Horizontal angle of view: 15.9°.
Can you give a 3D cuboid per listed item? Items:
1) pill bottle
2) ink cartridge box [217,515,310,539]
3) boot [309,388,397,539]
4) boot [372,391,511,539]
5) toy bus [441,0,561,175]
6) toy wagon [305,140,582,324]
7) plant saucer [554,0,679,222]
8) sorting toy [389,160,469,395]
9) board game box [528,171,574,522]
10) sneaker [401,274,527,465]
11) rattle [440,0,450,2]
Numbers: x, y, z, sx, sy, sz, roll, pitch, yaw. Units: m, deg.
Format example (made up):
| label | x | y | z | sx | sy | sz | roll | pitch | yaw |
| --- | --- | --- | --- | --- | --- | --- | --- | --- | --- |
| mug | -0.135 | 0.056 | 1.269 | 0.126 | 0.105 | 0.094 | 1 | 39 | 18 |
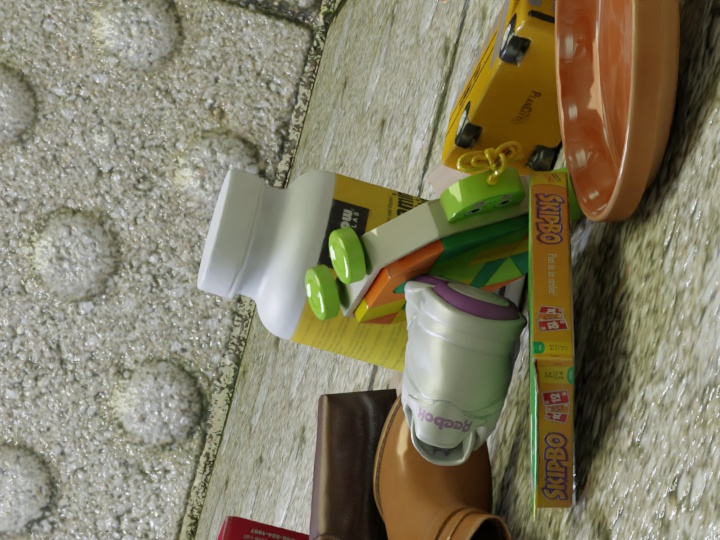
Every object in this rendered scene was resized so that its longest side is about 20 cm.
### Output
| label | x | y | z | sx | sy | sz | roll | pitch | yaw |
| --- | --- | --- | --- | --- | --- | --- | --- | --- | --- |
| pill bottle | 0.000 | 0.000 | 1.664 | 0.112 | 0.199 | 0.113 | -165 | 90 | -83 |
| ink cartridge box | -0.039 | 0.270 | 1.588 | 0.084 | 0.144 | 0.201 | 114 | 170 | -54 |
| boot | -0.025 | 0.145 | 1.520 | 0.186 | 0.064 | 0.201 | 49 | -136 | -53 |
| boot | 0.054 | 0.147 | 1.455 | 0.155 | 0.073 | 0.202 | 126 | 147 | -74 |
| toy bus | 0.109 | -0.124 | 1.643 | 0.200 | 0.065 | 0.079 | 117 | 169 | -60 |
| toy wagon | 0.055 | -0.020 | 1.513 | 0.200 | 0.154 | 0.040 | 124 | 127 | -68 |
| plant saucer | 0.138 | -0.127 | 1.375 | 0.200 | 0.032 | 0.202 | 178 | 90 | -84 |
| sorting toy | 0.063 | 0.015 | 1.841 | 0.185 | 0.036 | 0.202 | 140 | 141 | -78 |
| board game box | 0.102 | 0.039 | 1.381 | 0.200 | 0.030 | 0.096 | -80 | -10 | -56 |
| sneaker | 0.049 | 0.056 | 1.454 | 0.200 | 0.074 | 0.100 | -8 | -66 | -85 |
| rattle | 0.132 | -0.204 | 1.487 | 0.130 | 0.143 | 0.201 | -17 | -39 | -56 |
